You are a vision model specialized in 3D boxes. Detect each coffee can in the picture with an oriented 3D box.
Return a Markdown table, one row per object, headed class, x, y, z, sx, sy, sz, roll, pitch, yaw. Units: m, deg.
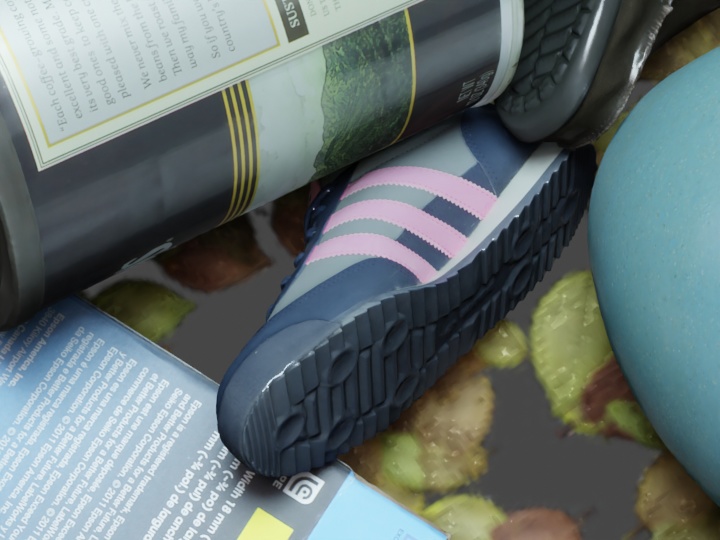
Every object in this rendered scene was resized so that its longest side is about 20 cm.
| class | x | y | z | sx | sy | sz | roll | pitch | yaw |
| --- | --- | --- | --- | --- | --- | --- | --- | --- | --- |
| coffee can | -0.065 | -0.087 | 0.883 | 0.199 | 0.146 | 0.147 | -26 | 75 | -21 |

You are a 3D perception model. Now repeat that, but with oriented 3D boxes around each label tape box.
| class | x | y | z | sx | sy | sz | roll | pitch | yaw |
| --- | --- | --- | --- | --- | --- | --- | --- | --- | --- |
| label tape box | -0.089 | 0.105 | 0.915 | 0.199 | 0.063 | 0.145 | 32 | 75 | 8 |

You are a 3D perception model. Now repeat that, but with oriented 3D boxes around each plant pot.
| class | x | y | z | sx | sy | sz | roll | pitch | yaw |
| --- | --- | --- | --- | --- | --- | --- | --- | --- | --- |
| plant pot | 0.157 | -0.007 | 0.901 | 0.200 | 0.200 | 0.135 | -49 | 44 | -13 |

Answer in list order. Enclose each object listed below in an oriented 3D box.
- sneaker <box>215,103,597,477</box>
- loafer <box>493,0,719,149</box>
| class | x | y | z | sx | sy | sz | roll | pitch | yaw |
| --- | --- | --- | --- | --- | --- | --- | --- | --- | --- |
| sneaker | 0.000 | 0.000 | 0.923 | 0.082 | 0.070 | 0.200 | 29 | 44 | 25 |
| loafer | 0.112 | -0.118 | 0.956 | 0.071 | 0.073 | 0.201 | 38 | 57 | -19 |
